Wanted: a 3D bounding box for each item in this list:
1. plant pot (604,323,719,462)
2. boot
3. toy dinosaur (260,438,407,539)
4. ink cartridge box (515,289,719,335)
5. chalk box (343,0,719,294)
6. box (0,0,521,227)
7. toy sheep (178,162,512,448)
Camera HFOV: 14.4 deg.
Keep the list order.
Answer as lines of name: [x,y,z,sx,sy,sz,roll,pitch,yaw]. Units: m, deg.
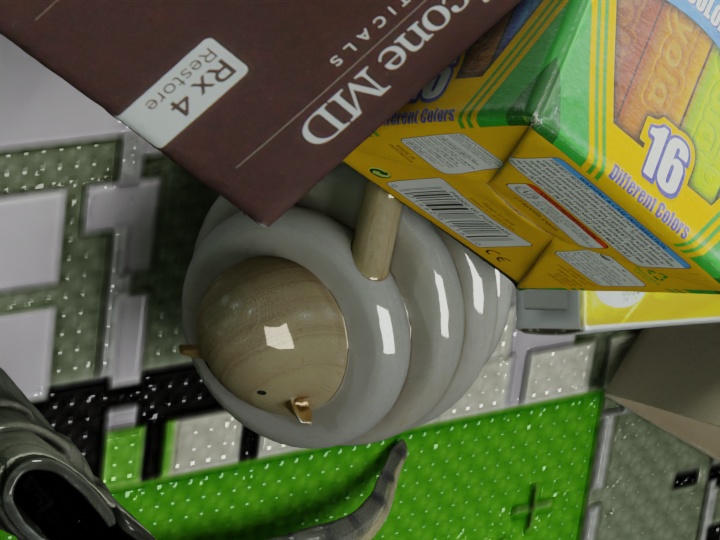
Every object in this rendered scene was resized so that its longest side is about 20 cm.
plant pot: [0.271,0.028,1.317,0.200,0.200,0.177,29,80,-44]
boot: [-0.147,0.047,1.013,0.068,0.131,0.200,-51,133,-8]
toy dinosaur: [-0.049,0.145,1.205,0.200,0.047,0.088,-20,116,-35]
ink cartridge box: [0.133,-0.077,1.177,0.198,0.047,0.200,-3,95,-50]
chalk box: [0.095,-0.106,1.018,0.124,0.124,0.200,35,70,-34]
box: [-0.058,-0.157,0.934,0.166,0.164,0.200,-42,134,12]
toy sheep: [0.000,0.000,1.116,0.200,0.138,0.138,-26,129,-54]
